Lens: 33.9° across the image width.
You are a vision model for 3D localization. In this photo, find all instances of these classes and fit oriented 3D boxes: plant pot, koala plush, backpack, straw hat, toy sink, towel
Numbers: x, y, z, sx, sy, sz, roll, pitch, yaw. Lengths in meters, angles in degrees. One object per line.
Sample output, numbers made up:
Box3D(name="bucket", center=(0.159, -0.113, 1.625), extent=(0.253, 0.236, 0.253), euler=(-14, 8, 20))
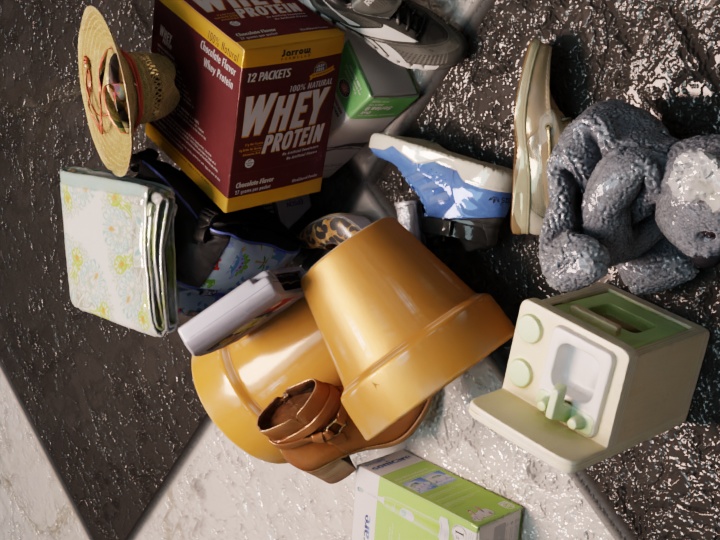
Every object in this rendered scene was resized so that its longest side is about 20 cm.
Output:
Box3D(name="plant pot", center=(-0.077, 0.109, 1.473), extent=(0.183, 0.200, 0.201), euler=(-39, 70, 28))
Box3D(name="koala plush", center=(0.284, -0.071, 1.057), extent=(0.200, 0.177, 0.185), euler=(-2, 87, 51))
Box3D(name="backpack", center=(-0.189, -0.032, 1.437), extent=(0.183, 0.200, 0.147), euler=(41, 106, 31))
Box3D(name="straw hat", center=(-0.248, -0.204, 1.319), extent=(0.201, 0.085, 0.202), euler=(40, 136, 54))
Box3D(name="toy sink", center=(0.219, 0.093, 1.134), extent=(0.130, 0.200, 0.112), euler=(29, 119, 40))
Box3D(name="towel", center=(-0.279, -0.024, 1.354), extent=(0.200, 0.048, 0.172), euler=(15, 109, 44))
Box3D(name="plant pot", center=(0.036, 0.052, 1.283), extent=(0.184, 0.200, 0.200), euler=(54, 133, 7))

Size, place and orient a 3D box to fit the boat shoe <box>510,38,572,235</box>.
Box3D(name="boat shoe", center=(0.191, -0.136, 1.219), extent=(0.065, 0.072, 0.201), euler=(3, 98, 9))

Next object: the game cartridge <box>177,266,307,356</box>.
Box3D(name="game cartridge", center=(-0.129, 0.046, 1.325), extent=(0.133, 0.200, 0.041), euler=(-30, 87, 10))

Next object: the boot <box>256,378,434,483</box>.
Box3D(name="boot", center=(-0.014, 0.158, 1.383), extent=(0.200, 0.155, 0.074), euler=(-44, 44, 1))

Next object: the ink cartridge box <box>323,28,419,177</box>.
Box3D(name="ink cartridge box", center=(-0.041, -0.217, 1.425), extent=(0.200, 0.084, 0.146), euler=(-39, 70, 45))

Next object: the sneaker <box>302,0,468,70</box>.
Box3D(name="sneaker", center=(0.026, -0.282, 1.289), extent=(0.199, 0.091, 0.067), euler=(27, 78, 6))

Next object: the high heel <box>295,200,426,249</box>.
Box3D(name="high heel", center=(0.000, 0.000, 1.436), extent=(0.199, 0.071, 0.143), euler=(-9, 86, 38))

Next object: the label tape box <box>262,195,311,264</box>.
Box3D(name="label tape box", center=(-0.138, -0.104, 1.570), extent=(0.143, 0.066, 0.201), euler=(-8, 98, 47))

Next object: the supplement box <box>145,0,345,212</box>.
Box3D(name="supplement box", center=(-0.138, -0.210, 1.352), extent=(0.197, 0.132, 0.201), euler=(43, 135, 38))

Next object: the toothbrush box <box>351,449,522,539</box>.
Box3D(name="toothbrush box", center=(0.086, 0.321, 1.410), extent=(0.200, 0.086, 0.146), euler=(17, 110, 43))

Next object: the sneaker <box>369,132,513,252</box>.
Box3D(name="sneaker", center=(0.079, -0.084, 1.332), extent=(0.199, 0.077, 0.112), euler=(23, 106, 35))
